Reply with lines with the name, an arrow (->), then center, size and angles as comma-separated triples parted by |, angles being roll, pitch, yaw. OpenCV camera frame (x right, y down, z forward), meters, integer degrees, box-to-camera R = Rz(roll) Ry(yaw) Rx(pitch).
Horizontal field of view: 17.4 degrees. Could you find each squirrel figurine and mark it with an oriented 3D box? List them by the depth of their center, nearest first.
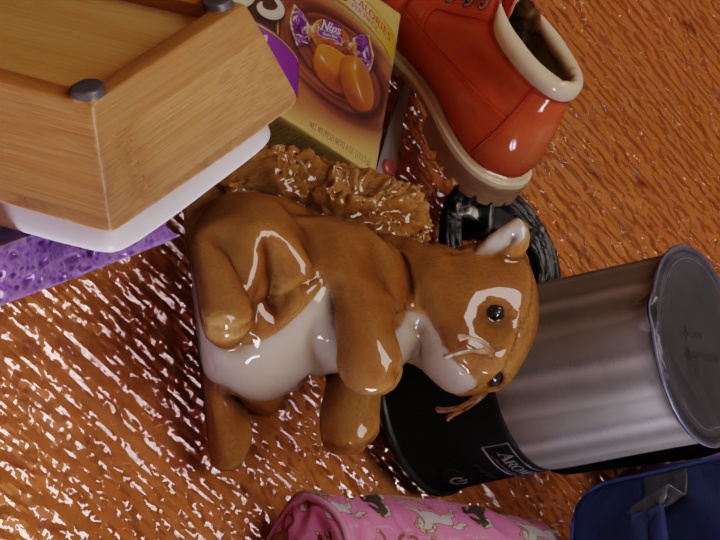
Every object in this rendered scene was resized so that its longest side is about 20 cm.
squirrel figurine -> 0.000, 0.000, 1.283 | 0.185, 0.142, 0.201 | -6, 46, -6

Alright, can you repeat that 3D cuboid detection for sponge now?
sponge -> -0.194, 0.003, 1.135 | 0.199, 0.111, 0.030 | -23, 101, -47

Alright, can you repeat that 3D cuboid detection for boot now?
boot -> 0.065, -0.149, 1.430 | 0.075, 0.107, 0.201 | -7, 55, -40

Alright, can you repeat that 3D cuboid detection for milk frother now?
milk frother -> 0.127, 0.022, 1.400 | 0.180, 0.187, 0.202 | 11, 70, -57

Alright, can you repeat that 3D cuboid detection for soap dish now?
soap dish -> -0.155, -0.090, 1.146 | 0.157, 0.199, 0.082 | -40, 137, -47

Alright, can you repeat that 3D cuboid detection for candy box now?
candy box -> -0.070, -0.140, 1.354 | 0.199, 0.056, 0.118 | 32, 56, -36

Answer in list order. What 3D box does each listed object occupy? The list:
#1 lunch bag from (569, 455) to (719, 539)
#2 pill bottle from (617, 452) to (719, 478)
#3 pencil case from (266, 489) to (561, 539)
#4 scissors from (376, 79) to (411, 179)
lunch bag -> 0.197, 0.200, 1.347 | 0.132, 0.135, 0.201 | 52, 29, -46
pill bottle -> 0.220, 0.144, 1.514 | 0.111, 0.111, 0.202 | 19, 63, -40
pencil case -> 0.033, 0.176, 1.335 | 0.199, 0.086, 0.083 | 13, 109, -42
scissors -> 0.009, -0.055, 1.436 | 0.073, 0.014, 0.202 | 20, 64, -38
